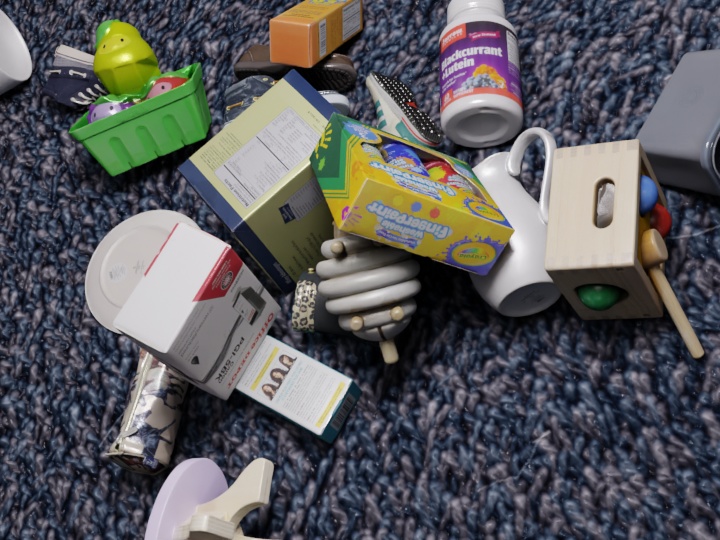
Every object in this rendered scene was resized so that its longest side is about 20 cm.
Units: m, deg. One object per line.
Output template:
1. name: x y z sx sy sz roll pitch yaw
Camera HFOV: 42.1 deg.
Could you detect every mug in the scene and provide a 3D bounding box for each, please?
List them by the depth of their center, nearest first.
1. mug: -0.668 -0.360 1.585 0.175 0.148 0.200 -24 31 14

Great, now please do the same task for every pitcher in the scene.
1. pitcher: 0.197 -0.061 1.156 0.172 0.121 0.201 -46 45 42

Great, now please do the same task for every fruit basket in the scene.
1. fruit basket: -0.338 -0.272 1.395 0.215 0.216 0.156 -21 24 7

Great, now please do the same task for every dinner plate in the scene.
1. dinner plate: -0.316 -0.003 1.364 0.199 0.024 0.201 -7 64 15

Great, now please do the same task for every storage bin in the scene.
1. storage bin: 0.442 -0.181 1.155 0.134 0.146 0.200 17 70 52

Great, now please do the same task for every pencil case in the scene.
1. pencil case: -0.271 0.163 1.235 0.078 0.089 0.201 2 66 19

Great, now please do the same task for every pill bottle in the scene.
1. pill bottle: 0.163 -0.281 1.291 0.111 0.111 0.201 -7 64 14

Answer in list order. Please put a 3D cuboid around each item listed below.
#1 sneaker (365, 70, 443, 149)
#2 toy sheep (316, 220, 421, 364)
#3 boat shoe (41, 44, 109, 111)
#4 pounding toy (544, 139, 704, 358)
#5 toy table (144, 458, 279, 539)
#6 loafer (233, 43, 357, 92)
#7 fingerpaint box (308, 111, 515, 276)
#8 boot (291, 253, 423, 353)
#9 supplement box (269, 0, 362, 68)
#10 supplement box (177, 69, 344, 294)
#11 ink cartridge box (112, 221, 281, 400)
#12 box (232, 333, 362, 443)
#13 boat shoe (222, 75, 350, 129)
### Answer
1. sneaker: 0.041 -0.203 1.316 0.094 0.070 0.200 -58 39 25
2. toy sheep: 0.011 0.015 1.116 0.137 0.138 0.201 -9 93 13
3. boat shoe: -0.425 -0.294 1.514 0.200 0.075 0.093 21 87 27
4. pounding toy: 0.314 -0.019 1.097 0.142 0.184 0.201 -4 64 29
5. toy table: -0.164 0.318 1.094 0.117 0.184 0.201 -10 71 32
6. loafer: -0.096 -0.316 1.410 0.199 0.073 0.071 8 68 20
7. fingerpaint box: 0.057 -0.091 1.090 0.073 0.199 0.167 -60 28 25
8. boot: 0.000 0.000 1.229 0.153 0.074 0.204 7 72 14
9. supplement box: -0.061 -0.356 1.362 0.066 0.069 0.200 11 30 18
10. supplement box: -0.094 -0.112 1.242 0.200 0.200 0.134 -41 60 -5
11. ink cartridge box: -0.190 0.055 1.139 0.083 0.200 0.147 24 75 22
12. box: -0.104 0.141 1.215 0.200 0.049 0.082 25 75 26
13. boat shoe: -0.115 -0.252 1.386 0.200 0.071 0.091 -12 67 14
